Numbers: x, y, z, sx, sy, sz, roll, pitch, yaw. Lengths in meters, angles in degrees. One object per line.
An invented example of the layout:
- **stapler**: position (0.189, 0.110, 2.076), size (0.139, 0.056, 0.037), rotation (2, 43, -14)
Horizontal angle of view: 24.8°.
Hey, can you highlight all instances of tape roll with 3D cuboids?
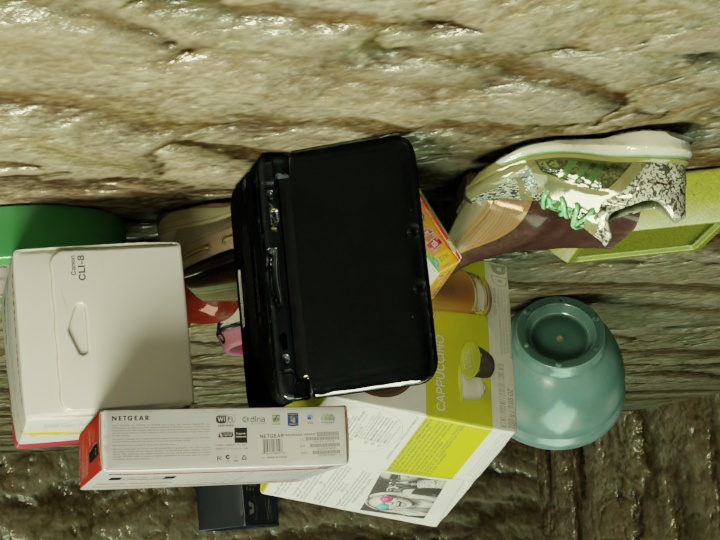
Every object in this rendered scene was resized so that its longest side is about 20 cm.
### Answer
- **tape roll**: position (-0.312, -0.013, 1.481), size (0.200, 0.048, 0.200), rotation (-7, 169, -1)

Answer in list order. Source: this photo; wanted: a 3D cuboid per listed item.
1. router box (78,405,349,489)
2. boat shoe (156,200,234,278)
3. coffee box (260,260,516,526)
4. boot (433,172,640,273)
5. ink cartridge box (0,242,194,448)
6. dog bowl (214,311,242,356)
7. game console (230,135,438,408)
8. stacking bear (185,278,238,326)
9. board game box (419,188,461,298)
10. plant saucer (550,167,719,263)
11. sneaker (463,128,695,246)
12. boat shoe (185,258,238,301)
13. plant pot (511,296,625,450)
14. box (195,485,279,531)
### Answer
- **router box**: position (-0.128, 0.149, 1.364), size (0.199, 0.049, 0.179), rotation (0, 168, -16)
- **boat shoe**: position (-0.088, -0.033, 1.453), size (0.199, 0.065, 0.072), rotation (-10, 169, 19)
- **coffee box**: position (0.023, 0.109, 1.635), size (0.197, 0.200, 0.200), rotation (13, 142, -16)
- **boot**: position (0.154, -0.031, 1.526), size (0.166, 0.073, 0.200), rotation (9, 158, -10)
- **ink cartridge box**: position (-0.234, 0.068, 1.430), size (0.144, 0.146, 0.200), rotation (-4, 169, -15)
- **dog bowl**: position (-0.078, 0.050, 1.873), size (0.199, 0.074, 0.200), rotation (-6, 169, -1)
- **game console**: position (-0.028, 0.009, 1.341), size (0.116, 0.201, 0.176), rotation (-2, 168, -18)
- **stacking bear**: position (-0.209, 0.028, 1.606), size (0.199, 0.114, 0.121), rotation (-14, 167, 18)
- **board game box**: position (0.046, -0.027, 1.481), size (0.030, 0.096, 0.200), rotation (-30, 173, -13)
- **plant saucer**: position (0.280, -0.049, 1.624), size (0.199, 0.048, 0.200), rotation (-6, 169, -2)
- **sneaker**: position (0.187, -0.064, 1.384), size (0.199, 0.089, 0.077), rotation (-8, 169, 10)
- **boat shoe**: position (-0.061, 0.007, 1.497), size (0.199, 0.069, 0.074), rotation (-10, -147, 19)
- **plant pot**: position (0.262, 0.119, 2.184), size (0.200, 0.201, 0.134), rotation (-5, 142, -4)
- **box**: position (-0.276, 0.477, 3.646), size (0.117, 0.197, 0.200), rotation (-10, 168, 18)
